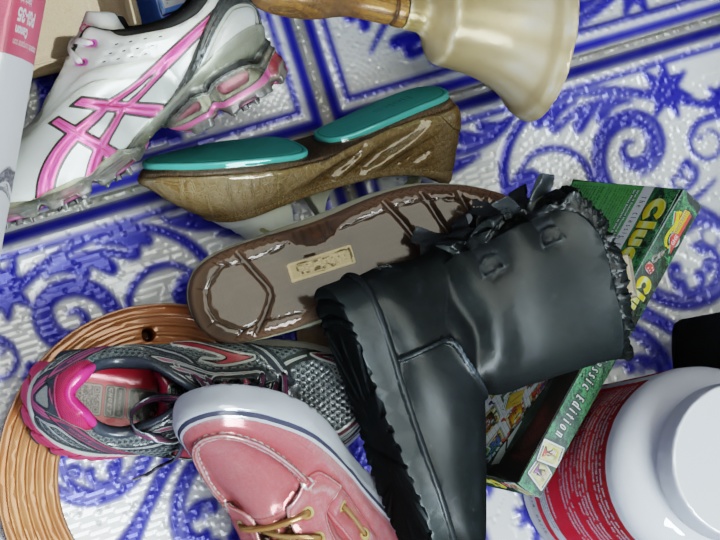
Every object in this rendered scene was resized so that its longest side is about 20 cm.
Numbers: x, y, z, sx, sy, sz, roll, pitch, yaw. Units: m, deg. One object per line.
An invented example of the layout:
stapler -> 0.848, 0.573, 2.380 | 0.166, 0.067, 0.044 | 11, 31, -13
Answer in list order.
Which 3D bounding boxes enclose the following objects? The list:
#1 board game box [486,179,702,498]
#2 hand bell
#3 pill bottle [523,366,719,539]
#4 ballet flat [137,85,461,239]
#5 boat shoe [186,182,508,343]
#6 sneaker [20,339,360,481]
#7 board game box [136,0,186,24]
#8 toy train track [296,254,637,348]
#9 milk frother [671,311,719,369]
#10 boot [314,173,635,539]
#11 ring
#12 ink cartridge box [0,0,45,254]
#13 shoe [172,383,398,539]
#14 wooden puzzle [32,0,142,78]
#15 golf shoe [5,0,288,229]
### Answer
board game box -> 0.114, 0.036, 1.738 | 0.023, 0.105, 0.200 | 39, 73, -29
hand bell -> 0.015, -0.151, 1.721 | 0.199, 0.104, 0.105 | 7, 81, -21
pill bottle -> 0.175, 0.114, 1.697 | 0.112, 0.200, 0.113 | 2, 83, -17
ballet flat -> -0.030, -0.050, 1.731 | 0.199, 0.068, 0.073 | -16, 108, -23
boat shoe -> -0.001, -0.006, 1.693 | 0.201, 0.075, 0.075 | -8, 90, -8
sneaker -> -0.085, 0.078, 1.663 | 0.199, 0.075, 0.081 | -2, 84, -19
board game box -> -0.055, -0.240, 1.748 | 0.199, 0.045, 0.153 | -18, 88, -19
toy train track -> 0.063, 0.027, 1.719 | 0.199, 0.033, 0.115 | -13, 70, 15
milk frother -> 0.289, -0.005, 1.756 | 0.180, 0.188, 0.201 | 19, 77, -16
boot -> 0.077, 0.058, 1.638 | 0.162, 0.073, 0.199 | -22, 101, -18
ring -> -0.110, 0.119, 1.699 | 0.200, 0.019, 0.201 | 2, 82, -17
ink cartridge box -> -0.259, -0.070, 1.604 | 0.146, 0.083, 0.201 | 9, 89, 4
shoe -> -0.035, 0.140, 1.621 | 0.200, 0.071, 0.091 | 44, 37, -49
wooden puzzle -> -0.240, -0.189, 1.686 | 0.199, 0.037, 0.186 | -15, 90, -13
golf shoe -> -0.145, -0.097, 1.671 | 0.200, 0.073, 0.092 | -31, 102, -6
